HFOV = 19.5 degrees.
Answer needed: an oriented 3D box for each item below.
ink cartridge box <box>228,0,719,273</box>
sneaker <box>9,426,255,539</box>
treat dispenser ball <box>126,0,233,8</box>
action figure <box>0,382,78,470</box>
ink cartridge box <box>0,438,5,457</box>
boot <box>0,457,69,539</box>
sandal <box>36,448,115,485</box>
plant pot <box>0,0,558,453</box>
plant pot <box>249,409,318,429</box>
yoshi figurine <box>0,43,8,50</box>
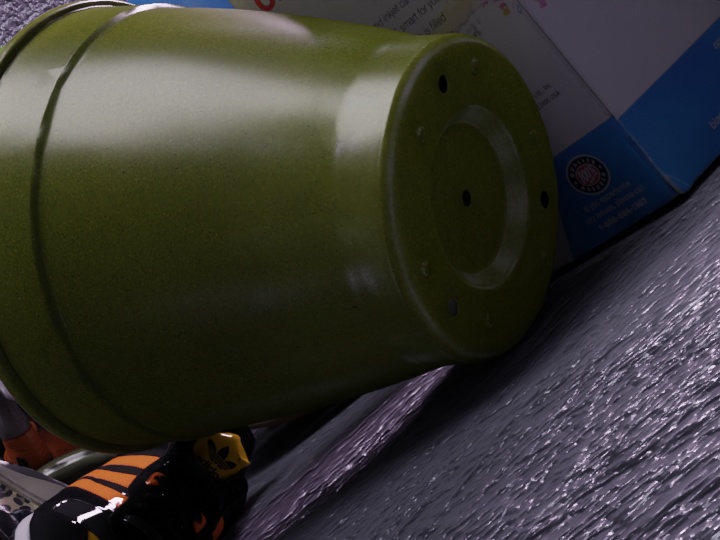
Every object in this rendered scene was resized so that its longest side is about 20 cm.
[{"bbox_3d":[0.072,-0.118,0.949,0.145,0.200,0.147,-43,6,-38],"label":"ink cartridge box"},{"bbox_3d":[-0.093,0.105,0.942,0.090,0.070,0.200,-42,2,7],"label":"sneaker"},{"bbox_3d":[-0.046,-0.139,1.284,0.201,0.201,0.201,-40,4,4],"label":"treat dispenser ball"},{"bbox_3d":[-0.164,0.104,1.235,0.200,0.105,0.194,-38,-25,-48],"label":"action figure"},{"bbox_3d":[-0.265,0.131,1.256,0.145,0.085,0.200,108,172,-61],"label":"ink cartridge box"},{"bbox_3d":[-0.231,0.153,1.038,0.154,0.203,0.074,-49,-32,-42],"label":"boot"},{"bbox_3d":[-0.182,0.172,1.124,0.201,0.080,0.057,-38,38,-15],"label":"sandal"},{"bbox_3d":[-0.029,-0.023,0.873,0.193,0.201,0.200,-3,27,35],"label":"plant pot"},{"bbox_3d":[-0.035,0.007,1.141,0.200,0.027,0.200,-20,44,21],"label":"plant pot"},{"bbox_3d":[-0.186,-0.108,1.344,0.112,0.113,0.200,-6,-1,4],"label":"yoshi figurine"}]
